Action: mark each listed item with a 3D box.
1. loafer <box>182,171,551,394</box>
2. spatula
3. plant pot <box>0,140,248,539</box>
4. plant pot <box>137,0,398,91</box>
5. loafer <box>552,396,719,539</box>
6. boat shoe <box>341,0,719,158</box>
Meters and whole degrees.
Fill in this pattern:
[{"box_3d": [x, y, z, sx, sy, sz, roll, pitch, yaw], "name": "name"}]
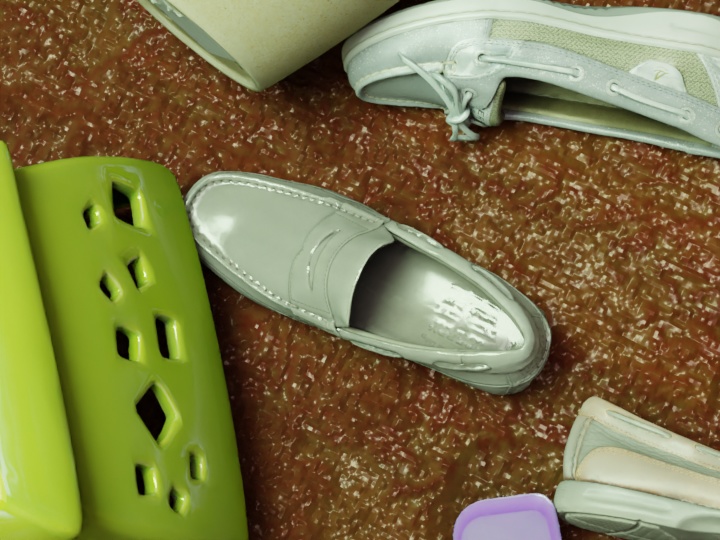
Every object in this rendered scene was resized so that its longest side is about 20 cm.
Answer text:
[{"box_3d": [0.000, 0.000, 0.855, 0.198, 0.070, 0.071, 21, 83, 11], "name": "loafer"}, {"box_3d": [0.079, 0.207, 0.826, 0.056, 0.020, 0.202, -10, 81, 28], "name": "spatula"}, {"box_3d": [-0.186, 0.055, 0.796, 0.198, 0.181, 0.201, -17, 78, 17], "name": "plant pot"}, {"box_3d": [-0.021, -0.191, 0.835, 0.187, 0.187, 0.201, 37, 86, 12], "name": "plant pot"}, {"box_3d": [0.191, 0.102, 0.815, 0.198, 0.072, 0.064, 9, 73, 12], "name": "loafer"}, {"box_3d": [0.089, -0.091, 0.861, 0.200, 0.074, 0.065, 3, 75, 1], "name": "boat shoe"}]
